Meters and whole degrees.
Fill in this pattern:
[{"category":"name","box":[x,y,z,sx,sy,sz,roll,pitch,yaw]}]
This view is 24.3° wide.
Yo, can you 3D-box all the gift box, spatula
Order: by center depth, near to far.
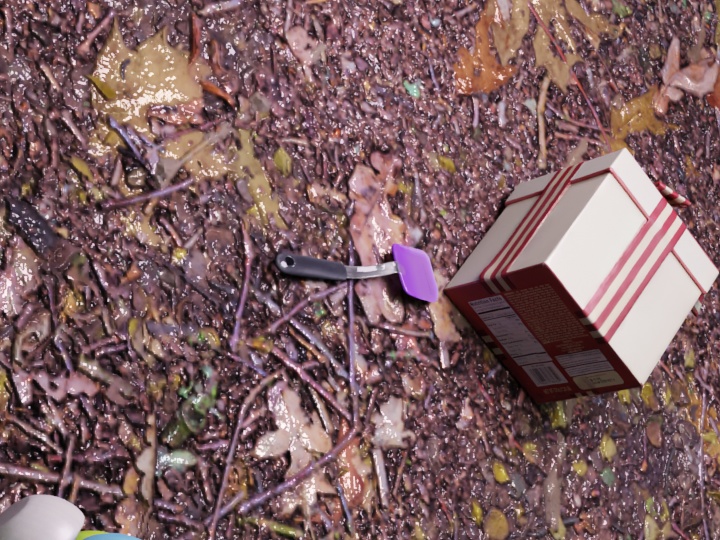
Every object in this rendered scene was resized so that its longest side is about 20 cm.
[{"category":"spatula","box":[0.000,0.000,1.528,0.198,0.021,0.057,3,62,-39]},{"category":"gift box","box":[0.222,0.012,1.626,0.201,0.184,0.187,51,58,-21]}]

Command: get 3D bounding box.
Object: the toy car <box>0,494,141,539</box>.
[{"category":"toy car","box":[-0.205,0.259,1.166,0.176,0.149,0.200,56,48,-12]}]
